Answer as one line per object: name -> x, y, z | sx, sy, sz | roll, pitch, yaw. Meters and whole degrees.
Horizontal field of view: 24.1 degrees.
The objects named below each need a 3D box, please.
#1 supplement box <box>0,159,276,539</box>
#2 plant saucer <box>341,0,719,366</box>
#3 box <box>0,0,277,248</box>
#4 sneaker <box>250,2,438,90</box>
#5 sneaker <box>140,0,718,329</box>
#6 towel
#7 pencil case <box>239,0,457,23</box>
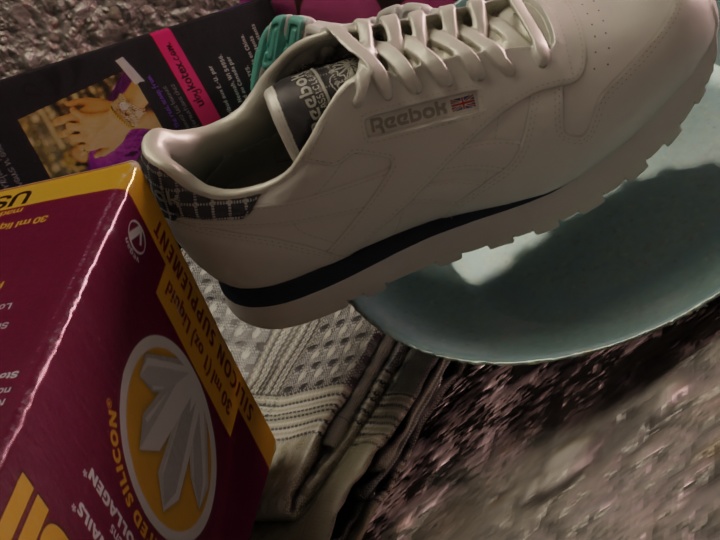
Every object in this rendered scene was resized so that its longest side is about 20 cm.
supplement box -> -0.111, 0.079, 0.516 | 0.103, 0.131, 0.201 | -10, 35, 19
plant saucer -> 0.082, -0.039, 0.603 | 0.200, 0.039, 0.202 | -17, 44, 18
box -> -0.129, -0.049, 0.872 | 0.199, 0.107, 0.122 | -22, -4, -27
sneaker -> 0.032, -0.084, 0.785 | 0.091, 0.078, 0.200 | 1, 12, -35
sneaker -> 0.025, -0.054, 0.564 | 0.199, 0.081, 0.077 | -29, 40, 4
towel -> -0.031, 0.022, 0.680 | 0.199, 0.035, 0.193 | 1, 49, 46
pencil case -> 0.041, -0.144, 0.890 | 0.094, 0.199, 0.091 | -32, -45, -62
